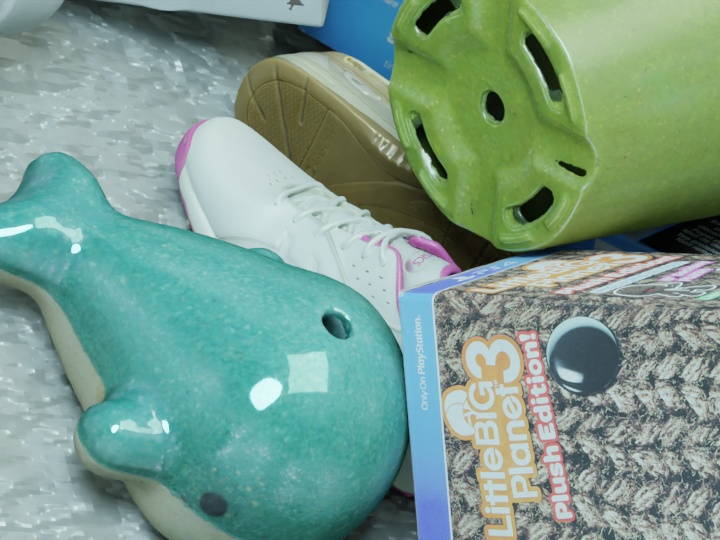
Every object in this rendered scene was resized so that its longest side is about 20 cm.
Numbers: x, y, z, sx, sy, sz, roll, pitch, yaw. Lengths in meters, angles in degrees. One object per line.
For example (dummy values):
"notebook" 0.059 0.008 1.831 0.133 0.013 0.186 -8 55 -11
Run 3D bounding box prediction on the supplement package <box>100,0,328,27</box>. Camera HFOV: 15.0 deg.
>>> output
"supplement package" -0.073 -0.237 1.258 0.151 0.151 0.200 7 43 3

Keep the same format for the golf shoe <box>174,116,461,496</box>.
"golf shoe" 0.000 0.000 1.197 0.200 0.092 0.075 50 40 10

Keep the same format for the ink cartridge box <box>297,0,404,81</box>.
"ink cartridge box" 0.057 -0.203 1.326 0.084 0.200 0.145 29 29 -18

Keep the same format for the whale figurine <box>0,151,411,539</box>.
"whale figurine" -0.063 0.024 1.104 0.200 0.104 0.159 45 38 -1

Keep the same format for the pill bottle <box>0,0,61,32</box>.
"pill bottle" -0.216 -0.133 1.096 0.200 0.110 0.110 -12 64 -47

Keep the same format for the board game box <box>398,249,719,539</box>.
"board game box" 0.126 0.080 1.069 0.097 0.200 0.160 -16 103 -49

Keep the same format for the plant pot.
"plant pot" 0.120 -0.091 1.170 0.190 0.200 0.200 -22 71 -36

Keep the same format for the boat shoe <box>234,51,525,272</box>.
"boat shoe" 0.034 -0.034 1.265 0.200 0.074 0.069 44 36 11

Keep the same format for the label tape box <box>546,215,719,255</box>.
"label tape box" 0.177 -0.019 1.318 0.200 0.066 0.143 -22 35 -39
